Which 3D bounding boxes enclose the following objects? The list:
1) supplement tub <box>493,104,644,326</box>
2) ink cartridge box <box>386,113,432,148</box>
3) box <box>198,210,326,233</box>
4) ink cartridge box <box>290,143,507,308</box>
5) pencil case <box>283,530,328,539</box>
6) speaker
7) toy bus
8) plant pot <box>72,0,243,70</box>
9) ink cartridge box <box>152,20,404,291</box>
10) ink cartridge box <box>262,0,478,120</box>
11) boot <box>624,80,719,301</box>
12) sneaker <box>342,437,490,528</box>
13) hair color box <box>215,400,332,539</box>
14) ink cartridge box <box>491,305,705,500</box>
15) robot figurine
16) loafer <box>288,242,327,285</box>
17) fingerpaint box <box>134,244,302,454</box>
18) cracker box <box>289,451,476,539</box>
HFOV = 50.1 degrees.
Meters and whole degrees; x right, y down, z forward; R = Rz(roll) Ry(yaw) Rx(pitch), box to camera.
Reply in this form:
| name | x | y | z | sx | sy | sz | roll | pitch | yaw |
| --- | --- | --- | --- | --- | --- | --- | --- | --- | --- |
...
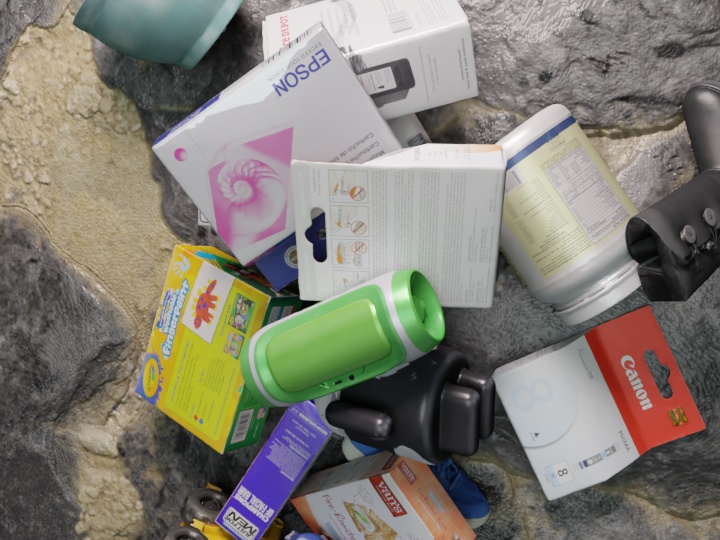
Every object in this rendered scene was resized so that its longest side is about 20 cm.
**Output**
| name | x | y | z | sx | sy | sz | roll | pitch | yaw |
| --- | --- | --- | --- | --- | --- | --- | --- | --- | --- |
| supplement tub | 0.212 | -0.058 | 0.828 | 0.144 | 0.145 | 0.201 | -35 | 89 | 15 |
| ink cartridge box | 0.028 | -0.099 | 0.896 | 0.144 | 0.084 | 0.202 | -31 | 90 | 14 |
| box | -0.077 | -0.104 | 0.846 | 0.197 | 0.060 | 0.119 | 3 | 99 | 16 |
| ink cartridge box | 0.037 | -0.041 | 0.753 | 0.197 | 0.050 | 0.164 | 3 | 125 | 6 |
| pencil case | -0.005 | 0.374 | 0.885 | 0.198 | 0.087 | 0.079 | 21 | 145 | 22 |
| speaker | -0.020 | 0.069 | 0.756 | 0.198 | 0.088 | 0.089 | -24 | 92 | 24 |
| toy bus | -0.159 | 0.385 | 0.951 | 0.190 | 0.200 | 0.137 | 22 | 104 | 1 |
| plant pot | -0.214 | -0.318 | 0.882 | 0.134 | 0.201 | 0.200 | 37 | 106 | -22 |
| ink cartridge box | -0.061 | -0.095 | 0.740 | 0.195 | 0.043 | 0.201 | -33 | 112 | 10 |
| ink cartridge box | 0.006 | -0.222 | 0.793 | 0.197 | 0.146 | 0.084 | -14 | 130 | 3 |
| boot | 0.332 | -0.084 | 0.782 | 0.199 | 0.066 | 0.166 | -32 | 90 | -24 |
| sneaker | 0.081 | 0.218 | 0.926 | 0.198 | 0.077 | 0.112 | 31 | 116 | 14 |
| hair color box | -0.090 | 0.232 | 0.954 | 0.064 | 0.109 | 0.201 | 33 | 103 | 6 |
| ink cartridge box | 0.274 | 0.155 | 0.892 | 0.198 | 0.047 | 0.162 | -26 | 91 | 17 |
| robot figurine | 0.044 | 0.132 | 0.828 | 0.198 | 0.150 | 0.126 | 10 | 70 | 31 |
| loafer | 0.000 | 0.000 | 0.833 | 0.197 | 0.075 | 0.071 | -8 | 93 | 13 |
| fingerpaint box | -0.176 | 0.092 | 0.951 | 0.165 | 0.073 | 0.203 | 24 | 103 | 30 |
| cracker box | 0.021 | 0.292 | 0.910 | 0.199 | 0.058 | 0.135 | -31 | 96 | 45 |
